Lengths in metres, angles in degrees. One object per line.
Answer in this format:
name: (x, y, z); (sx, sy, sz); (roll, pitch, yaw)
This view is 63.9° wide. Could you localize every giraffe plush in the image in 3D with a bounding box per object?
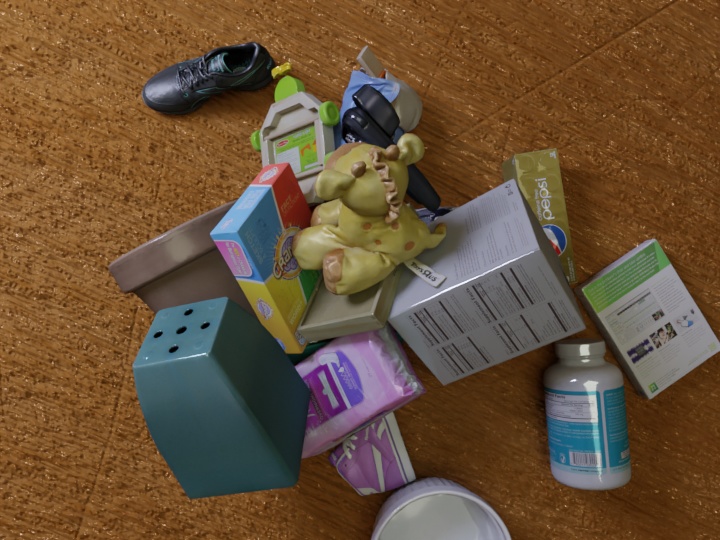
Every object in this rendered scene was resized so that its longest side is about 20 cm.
giraffe plush: (0.006, -0.077, 0.677); (0.199, 0.163, 0.173); (17, 53, 31)

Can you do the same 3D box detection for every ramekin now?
ramekin: (0.107, 0.395, 0.822); (0.199, 0.105, 0.202); (0, 89, -3)

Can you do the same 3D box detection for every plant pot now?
plant pot: (-0.161, 0.139, 0.667); (0.141, 0.142, 0.201); (-10, 127, 11)
plant pot: (-0.202, 0.023, 0.776); (0.199, 0.200, 0.175); (-28, 100, -4)

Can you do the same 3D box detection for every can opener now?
can opener: (0.046, -0.144, 0.750); (0.079, 0.063, 0.200); (-40, 124, 6)

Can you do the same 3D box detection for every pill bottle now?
pill bottle: (0.326, 0.203, 0.839); (0.110, 0.111, 0.201); (-4, 89, -4)

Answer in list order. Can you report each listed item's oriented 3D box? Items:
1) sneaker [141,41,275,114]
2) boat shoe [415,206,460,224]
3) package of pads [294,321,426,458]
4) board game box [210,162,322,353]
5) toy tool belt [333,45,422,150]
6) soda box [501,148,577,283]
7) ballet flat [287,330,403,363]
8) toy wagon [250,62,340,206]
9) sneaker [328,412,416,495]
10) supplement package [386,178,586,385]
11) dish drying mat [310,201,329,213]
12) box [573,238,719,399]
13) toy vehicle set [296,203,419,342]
sneaker: (-0.223, -0.286, 0.833); (0.199, 0.079, 0.076); (-20, 90, -3)
boat shoe: (0.133, -0.065, 0.842); (0.199, 0.093, 0.075); (-10, 89, -4)
package of pads: (-0.021, 0.156, 0.781); (0.200, 0.076, 0.121); (-36, 67, 24)
board game box: (-0.101, -0.015, 0.757); (0.040, 0.153, 0.201); (-3, 129, 26)
toy tool belt: (0.004, -0.197, 0.816); (0.124, 0.123, 0.201); (14, 85, 31)
soda box: (0.266, -0.075, 0.867); (0.067, 0.064, 0.201); (-9, 88, -4)
ballet flat: (-0.035, 0.087, 0.843); (0.199, 0.076, 0.064); (-7, 55, -9)
toy wagon: (-0.091, -0.189, 0.816); (0.155, 0.039, 0.201); (-8, 85, 40)
sneaker: (-0.002, 0.229, 0.837); (0.114, 0.073, 0.202); (-18, 90, -1)
supplement package: (0.154, 0.018, 0.755); (0.199, 0.152, 0.151); (-27, 123, 22)
dish drying mat: (-0.101, -0.041, 0.863); (0.076, 0.018, 0.201); (20, 87, -2)
box: (0.442, 0.074, 0.890); (0.144, 0.036, 0.201); (-32, 92, -4)
toy vehicle set: (0.000, 0.000, 0.772); (0.027, 0.124, 0.201); (50, 43, -32)
